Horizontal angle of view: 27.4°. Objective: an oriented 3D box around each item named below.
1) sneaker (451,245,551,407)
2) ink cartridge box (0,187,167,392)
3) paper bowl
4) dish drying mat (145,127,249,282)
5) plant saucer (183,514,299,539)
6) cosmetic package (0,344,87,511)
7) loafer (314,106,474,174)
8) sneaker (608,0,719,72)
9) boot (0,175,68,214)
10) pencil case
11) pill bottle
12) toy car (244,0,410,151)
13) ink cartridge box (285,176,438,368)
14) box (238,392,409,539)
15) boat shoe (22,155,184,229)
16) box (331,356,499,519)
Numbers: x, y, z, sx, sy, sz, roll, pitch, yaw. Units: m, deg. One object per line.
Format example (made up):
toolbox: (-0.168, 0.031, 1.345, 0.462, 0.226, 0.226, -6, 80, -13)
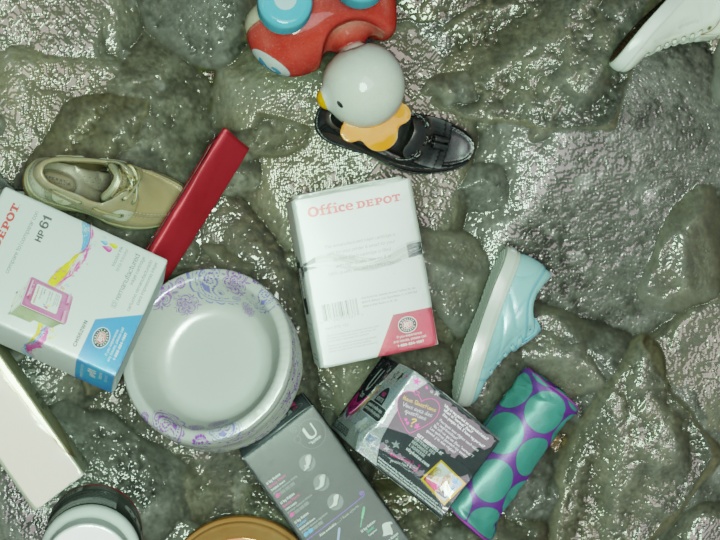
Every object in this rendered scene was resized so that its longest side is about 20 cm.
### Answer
sneaker: (0.174, 0.077, 1.775, 0.081, 0.074, 0.202, 22, 90, -5)
ink cartridge box: (-0.330, 0.021, 1.610, 0.198, 0.085, 0.146, 23, 71, -3)
paper bowl: (-0.164, 0.108, 1.689, 0.197, 0.104, 0.204, -3, 72, 8)
dish drying mat: (-0.198, -0.070, 1.716, 0.018, 0.077, 0.202, 30, 87, 21)
plant saucer: (-0.141, 0.391, 1.739, 0.197, 0.037, 0.204, 0, 86, 0)
cosmetic package: (-0.397, 0.164, 1.677, 0.073, 0.103, 0.201, -36, 97, -6)
loafer: (0.043, -0.158, 1.752, 0.197, 0.063, 0.073, 12, 90, -9)
sneaker: (0.393, -0.296, 1.794, 0.200, 0.073, 0.085, -42, 95, -6)
boot: (-0.441, -0.053, 1.679, 0.198, 0.070, 0.133, 30, 86, -7)
pencil case: (0.177, 0.219, 1.774, 0.201, 0.085, 0.092, -54, 136, -4)
pill bottle: (-0.300, 0.311, 1.647, 0.112, 0.200, 0.116, 0, 92, -8)
toy car: (-0.023, -0.226, 1.662, 0.175, 0.184, 0.203, -19, 83, -8)
ink cartridge box: (0.000, 0.000, 1.740, 0.143, 0.083, 0.203, -10, 93, -8)
box: (-0.045, 0.258, 1.723, 0.106, 0.122, 0.201, -36, 97, -6)
boat shoe: (-0.281, -0.093, 1.681, 0.198, 0.065, 0.073, 11, 77, -29)
box: (0.058, 0.184, 1.697, 0.132, 0.200, 0.115, 39, 85, -8)
